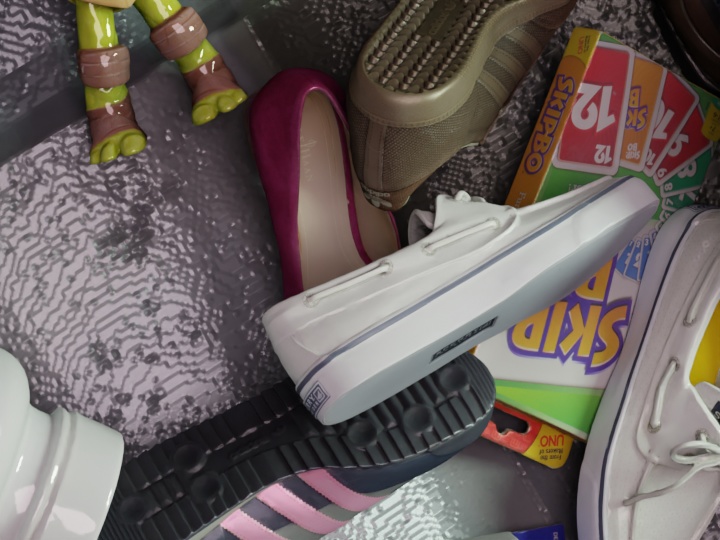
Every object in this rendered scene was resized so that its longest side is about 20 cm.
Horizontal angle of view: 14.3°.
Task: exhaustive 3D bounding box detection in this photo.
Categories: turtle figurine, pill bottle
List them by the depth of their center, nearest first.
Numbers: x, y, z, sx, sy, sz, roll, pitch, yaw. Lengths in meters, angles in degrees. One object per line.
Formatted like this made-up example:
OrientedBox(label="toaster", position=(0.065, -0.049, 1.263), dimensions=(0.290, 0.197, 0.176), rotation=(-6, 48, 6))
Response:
OrientedBox(label="pill bottle", position=(-0.214, 0.076, 1.287), dimensions=(0.199, 0.120, 0.120), rotation=(24, 85, -14))
OrientedBox(label="turtle figurine", position=(-0.126, -0.136, 1.333), dimensions=(0.199, 0.064, 0.162), rotation=(-25, 104, -21))

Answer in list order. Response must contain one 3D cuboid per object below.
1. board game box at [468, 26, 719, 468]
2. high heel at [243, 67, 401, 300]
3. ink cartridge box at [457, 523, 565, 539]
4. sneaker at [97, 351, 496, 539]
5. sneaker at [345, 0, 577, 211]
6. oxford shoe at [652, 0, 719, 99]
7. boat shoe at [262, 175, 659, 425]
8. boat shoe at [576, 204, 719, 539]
OrientedBox(label="board game box", position=(0.107, -0.007, 1.397), dimensions=(0.095, 0.030, 0.201), rotation=(25, 87, -34))
OrientedBox(label="high heel", position=(0.000, 0.000, 1.349), dimensions=(0.067, 0.096, 0.201), rotation=(-18, 95, -13))
OrientedBox(label="ink cartridge box", position=(0.026, 0.182, 1.365), dimensions=(0.199, 0.037, 0.095), rotation=(-7, 93, -32))
OrientedBox(label="sneaker", position=(-0.027, 0.098, 1.352), dimensions=(0.199, 0.082, 0.070), rotation=(-21, 54, -2))
OrientedBox(label="sneaker", position=(0.047, -0.103, 1.356), dimensions=(0.070, 0.076, 0.200), rotation=(26, 41, 19))
OrientedBox(label="oxford shoe", position=(0.152, -0.176, 1.391), dimensions=(0.073, 0.084, 0.200), rotation=(-38, 96, -6))
OrientedBox(label="boat shoe", position=(0.047, -0.004, 1.318), dimensions=(0.199, 0.074, 0.066), rotation=(-28, 74, -25))
OrientedBox(label="boat shoe", position=(0.170, 0.072, 1.388), dimensions=(0.074, 0.086, 0.203), rotation=(18, 88, -36))
